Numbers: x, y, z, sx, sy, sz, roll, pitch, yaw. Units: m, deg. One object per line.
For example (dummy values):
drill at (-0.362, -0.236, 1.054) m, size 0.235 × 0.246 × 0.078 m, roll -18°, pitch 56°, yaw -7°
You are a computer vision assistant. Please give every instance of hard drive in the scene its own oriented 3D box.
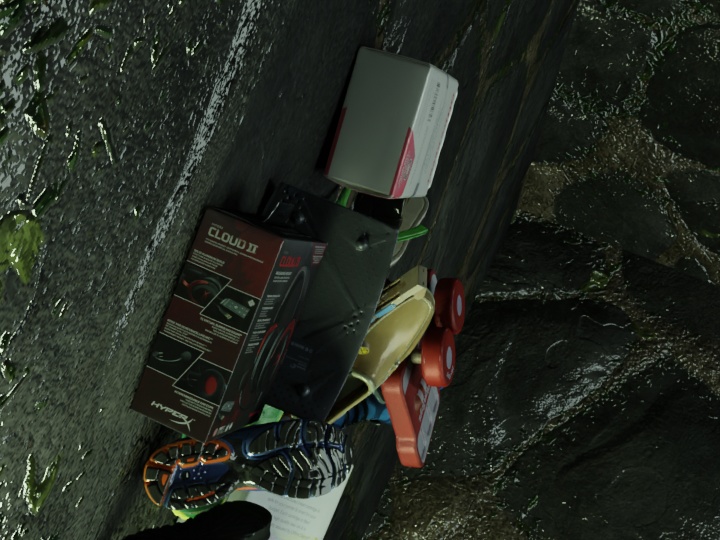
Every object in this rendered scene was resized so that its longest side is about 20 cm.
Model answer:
hard drive at (-0.056, 0.031, 1.040) m, size 0.042 × 0.135 × 0.200 m, roll -77°, pitch -171°, yaw -86°

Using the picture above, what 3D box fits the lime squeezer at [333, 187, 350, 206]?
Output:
lime squeezer at (-0.046, -0.037, 1.238) m, size 0.071 × 0.038 × 0.200 m, roll -13°, pitch -132°, yaw 63°

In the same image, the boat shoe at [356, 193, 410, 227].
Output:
boat shoe at (0.048, -0.136, 1.393) m, size 0.200 × 0.076 × 0.074 m, roll -65°, pitch 178°, yaw 33°

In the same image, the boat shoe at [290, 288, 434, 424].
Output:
boat shoe at (0.007, 0.099, 1.146) m, size 0.200 × 0.072 × 0.076 m, roll -49°, pitch -161°, yaw 11°

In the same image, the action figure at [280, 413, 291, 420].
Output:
action figure at (-0.075, 0.138, 1.352) m, size 0.200 × 0.104 × 0.194 m, roll 63°, pitch 36°, yaw -38°

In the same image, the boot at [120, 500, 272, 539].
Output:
boot at (-0.162, 0.319, 1.023) m, size 0.211 × 0.079 × 0.158 m, roll -10°, pitch 114°, yaw -47°

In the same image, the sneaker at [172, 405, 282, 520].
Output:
sneaker at (-0.126, 0.153, 1.080) m, size 0.084 × 0.074 × 0.200 m, roll 86°, pitch 28°, yaw -75°

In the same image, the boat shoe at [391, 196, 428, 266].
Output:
boat shoe at (0.028, -0.038, 1.474) m, size 0.200 × 0.072 × 0.060 m, roll -52°, pitch 172°, yaw -45°

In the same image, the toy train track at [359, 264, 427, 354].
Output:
toy train track at (0.007, 0.051, 1.082) m, size 0.200 × 0.032 × 0.115 m, roll -37°, pitch -140°, yaw 44°

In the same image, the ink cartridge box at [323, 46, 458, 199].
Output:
ink cartridge box at (0.039, -0.159, 1.226) m, size 0.200 × 0.083 × 0.147 m, roll -18°, pitch 125°, yaw -76°

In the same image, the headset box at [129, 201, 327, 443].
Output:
headset box at (-0.104, 0.034, 0.944) m, size 0.149 × 0.075 × 0.200 m, roll 4°, pitch 108°, yaw -78°

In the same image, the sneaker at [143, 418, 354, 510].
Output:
sneaker at (-0.102, 0.168, 1.006) m, size 0.078 × 0.199 × 0.076 m, roll -168°, pitch -101°, yaw -70°

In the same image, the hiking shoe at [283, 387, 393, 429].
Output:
hiking shoe at (-0.025, 0.155, 1.291) m, size 0.200 × 0.074 × 0.087 m, roll 33°, pitch 75°, yaw -43°

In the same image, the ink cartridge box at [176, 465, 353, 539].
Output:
ink cartridge box at (-0.112, 0.270, 1.194) m, size 0.145 × 0.087 × 0.200 m, roll 34°, pitch 77°, yaw -45°

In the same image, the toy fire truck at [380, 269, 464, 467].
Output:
toy fire truck at (0.064, 0.105, 1.282) m, size 0.200 × 0.112 × 0.168 m, roll -71°, pitch 155°, yaw -47°

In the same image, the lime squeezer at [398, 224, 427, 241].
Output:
lime squeezer at (0.000, 0.000, 1.251) m, size 0.038 × 0.071 × 0.200 m, roll -33°, pitch -163°, yaw 51°
